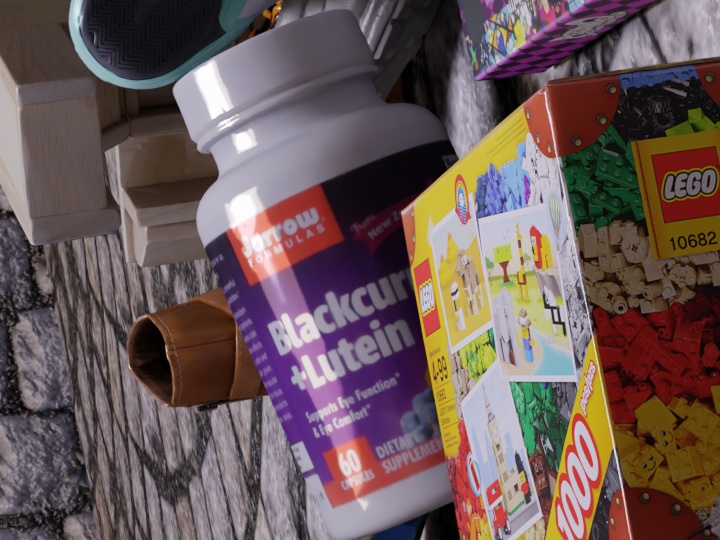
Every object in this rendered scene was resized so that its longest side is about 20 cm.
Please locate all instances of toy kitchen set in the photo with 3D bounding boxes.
[{"bbox_3d":[-0.086,-0.055,1.190,0.180,0.200,0.163,-130,34,-63],"label":"toy kitchen set"}]

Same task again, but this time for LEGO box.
[{"bbox_3d":[0.083,0.026,0.782,0.200,0.077,0.149,138,122,-75],"label":"LEGO box"}]

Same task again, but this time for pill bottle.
[{"bbox_3d":[0.000,0.000,0.955,0.200,0.111,0.111,66,166,4],"label":"pill bottle"}]

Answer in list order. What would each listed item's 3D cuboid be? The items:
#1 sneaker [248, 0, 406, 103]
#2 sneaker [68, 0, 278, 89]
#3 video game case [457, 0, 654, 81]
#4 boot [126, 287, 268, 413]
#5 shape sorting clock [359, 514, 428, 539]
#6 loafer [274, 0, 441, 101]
[{"bbox_3d":[-0.021,-0.117,1.145,0.078,0.077,0.200,-164,69,-78],"label":"sneaker"},{"bbox_3d":[-0.042,-0.159,1.002,0.078,0.200,0.140,56,-179,-12],"label":"sneaker"},{"bbox_3d":[0.064,-0.173,0.828,0.200,0.036,0.181,152,109,-77],"label":"video game case"},{"bbox_3d":[-0.033,0.034,1.105,0.200,0.155,0.077,164,89,-76],"label":"boot"},{"bbox_3d":[-0.005,0.178,1.150,0.200,0.039,0.200,17,-90,-85],"label":"shape sorting clock"},{"bbox_3d":[-0.025,-0.082,1.083,0.070,0.070,0.200,37,121,17],"label":"loafer"}]
